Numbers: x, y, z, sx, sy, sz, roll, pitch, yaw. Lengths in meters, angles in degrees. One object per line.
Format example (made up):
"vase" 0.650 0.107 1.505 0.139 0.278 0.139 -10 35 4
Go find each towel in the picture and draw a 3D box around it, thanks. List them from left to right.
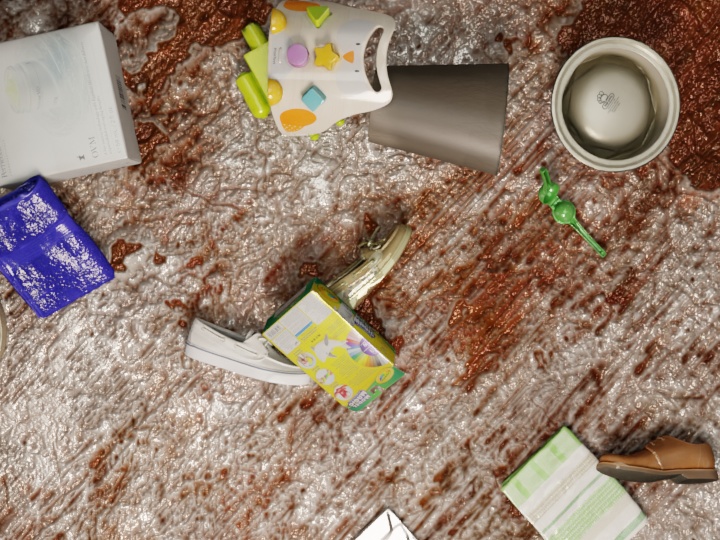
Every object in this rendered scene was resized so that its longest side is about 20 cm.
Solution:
"towel" -0.470 -0.027 1.626 0.146 0.050 0.201 -27 125 10
"towel" 0.333 0.363 1.740 0.149 0.031 0.200 -42 91 -3

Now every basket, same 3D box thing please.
"basket" 0.114 -0.235 1.655 0.196 0.137 0.183 6 60 3

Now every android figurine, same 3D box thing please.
"android figurine" -0.095 -0.298 1.690 0.181 0.041 0.202 -31 91 -2

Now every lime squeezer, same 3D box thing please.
"lime squeezer" 0.313 -0.099 1.705 0.038 0.070 0.200 -52 123 -16

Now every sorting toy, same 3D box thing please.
"sorting toy" -0.037 -0.302 1.602 0.177 0.107 0.204 1 88 13

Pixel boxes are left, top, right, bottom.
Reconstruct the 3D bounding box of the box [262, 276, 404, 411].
"box" -0.036 0.116 1.667 0.117 0.049 0.200 -39 106 25

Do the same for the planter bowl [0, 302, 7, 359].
"planter bowl" -0.606 0.087 1.635 0.197 0.135 0.204 0 92 -2

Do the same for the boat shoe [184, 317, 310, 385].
"boat shoe" -0.167 0.122 1.685 0.197 0.074 0.066 15 95 -4

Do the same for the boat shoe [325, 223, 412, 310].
"boat shoe" 0.000 0.000 1.688 0.063 0.073 0.200 41 91 -6

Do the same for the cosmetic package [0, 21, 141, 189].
"cosmetic package" -0.448 -0.238 1.638 0.197 0.123 0.203 -13 92 0

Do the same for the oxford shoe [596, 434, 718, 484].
"oxford shoe" 0.455 0.291 1.723 0.197 0.071 0.072 4 71 -14

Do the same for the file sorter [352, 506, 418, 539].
"file sorter" 0.061 0.492 1.681 0.139 0.125 0.200 -42 93 0

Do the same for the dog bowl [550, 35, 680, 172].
"dog bowl" 0.380 -0.249 1.696 0.196 0.074 0.204 0 92 -2
